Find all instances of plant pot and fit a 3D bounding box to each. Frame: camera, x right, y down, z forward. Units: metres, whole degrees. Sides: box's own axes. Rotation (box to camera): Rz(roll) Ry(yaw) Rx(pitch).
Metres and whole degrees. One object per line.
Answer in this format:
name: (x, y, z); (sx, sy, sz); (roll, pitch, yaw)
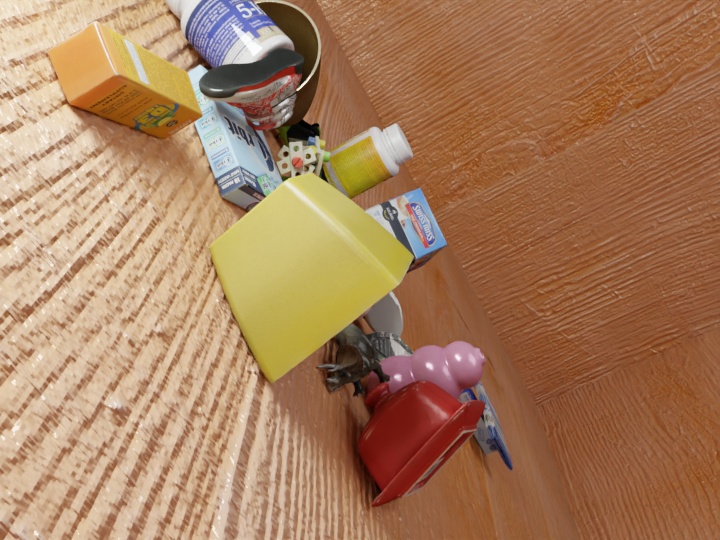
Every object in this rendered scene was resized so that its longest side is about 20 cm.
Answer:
plant pot: (-0.071, -0.010, 0.962); (0.177, 0.200, 0.200); (51, 13, -3)
plant pot: (-0.151, -0.338, 1.353); (0.200, 0.185, 0.187); (76, -9, -75)

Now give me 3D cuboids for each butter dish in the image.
butter dish: (0.067, 0.226, 1.114); (0.148, 0.200, 0.200); (43, 5, 19)

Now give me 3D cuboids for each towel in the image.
towel: (0.339, 0.394, 1.958); (0.201, 0.024, 0.147); (-100, 163, -52)

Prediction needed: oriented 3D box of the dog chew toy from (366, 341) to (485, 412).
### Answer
dog chew toy: (0.111, 0.181, 1.258); (0.125, 0.199, 0.125); (57, 14, -24)

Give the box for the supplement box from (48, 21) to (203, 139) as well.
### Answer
supplement box: (-0.254, -0.206, 0.857); (0.069, 0.066, 0.200); (65, 13, 5)

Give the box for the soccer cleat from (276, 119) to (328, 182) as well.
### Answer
soccer cleat: (-0.102, -0.238, 1.500); (0.201, 0.081, 0.068); (59, 13, -21)

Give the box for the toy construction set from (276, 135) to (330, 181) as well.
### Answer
toy construction set: (-0.092, -0.163, 1.295); (0.200, 0.091, 0.132); (-81, -176, -81)

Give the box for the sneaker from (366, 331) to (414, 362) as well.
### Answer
sneaker: (0.064, 0.177, 1.391); (0.199, 0.084, 0.075); (31, 50, -30)

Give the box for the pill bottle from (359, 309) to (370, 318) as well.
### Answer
pill bottle: (0.000, 0.000, 1.292); (0.110, 0.109, 0.200); (61, 26, -10)

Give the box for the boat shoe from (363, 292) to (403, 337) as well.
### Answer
boat shoe: (0.013, 0.043, 1.422); (0.201, 0.070, 0.064); (62, -25, 3)

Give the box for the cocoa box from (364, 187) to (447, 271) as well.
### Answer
cocoa box: (0.073, -0.063, 1.579); (0.134, 0.131, 0.200); (65, -15, 7)

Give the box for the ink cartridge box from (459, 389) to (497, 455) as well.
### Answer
ink cartridge box: (0.293, 0.371, 1.976); (0.201, 0.044, 0.094); (59, 12, -21)

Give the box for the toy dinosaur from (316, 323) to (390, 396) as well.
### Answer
toy dinosaur: (-0.007, 0.124, 1.182); (0.200, 0.076, 0.103); (-87, 155, -60)

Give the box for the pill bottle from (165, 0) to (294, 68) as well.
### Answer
pill bottle: (-0.210, -0.380, 1.198); (0.200, 0.120, 0.120); (47, 10, 9)

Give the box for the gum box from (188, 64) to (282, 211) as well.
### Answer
gum box: (-0.183, -0.184, 1.147); (0.201, 0.044, 0.170); (67, 13, 16)

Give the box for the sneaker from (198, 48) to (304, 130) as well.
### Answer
sneaker: (-0.158, -0.247, 1.113); (0.067, 0.108, 0.201); (31, 39, 18)

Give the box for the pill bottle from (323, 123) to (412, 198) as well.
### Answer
pill bottle: (0.005, -0.226, 1.602); (0.110, 0.199, 0.109); (58, 14, -24)
